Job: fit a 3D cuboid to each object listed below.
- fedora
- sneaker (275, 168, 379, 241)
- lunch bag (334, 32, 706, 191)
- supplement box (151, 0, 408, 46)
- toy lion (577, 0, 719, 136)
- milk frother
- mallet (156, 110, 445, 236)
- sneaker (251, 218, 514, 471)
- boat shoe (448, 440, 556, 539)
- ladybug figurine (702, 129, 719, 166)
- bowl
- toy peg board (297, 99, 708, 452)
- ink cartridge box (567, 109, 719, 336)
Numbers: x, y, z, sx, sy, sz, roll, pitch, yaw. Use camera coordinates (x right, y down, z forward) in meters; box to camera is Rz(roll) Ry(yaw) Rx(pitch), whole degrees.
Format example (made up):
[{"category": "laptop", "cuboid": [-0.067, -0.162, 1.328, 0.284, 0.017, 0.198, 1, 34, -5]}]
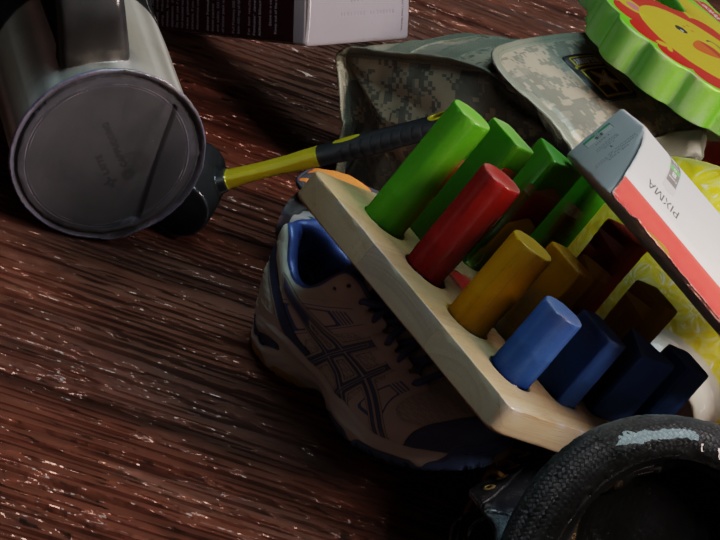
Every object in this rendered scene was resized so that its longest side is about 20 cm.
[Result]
[{"category": "fedora", "cuboid": [0.138, 0.169, 1.489, 0.200, 0.201, 0.092, 19, -1, -15]}, {"category": "sneaker", "cuboid": [0.000, 0.000, 1.769, 0.112, 0.078, 0.200, 19, 16, -6]}, {"category": "lunch bag", "cuboid": [0.106, -0.095, 1.900, 0.200, 0.118, 0.164, 9, 13, 37]}, {"category": "supplement box", "cuboid": [-0.077, -0.187, 1.941, 0.200, 0.061, 0.109, 8, 11, 38]}, {"category": "toy lion", "cuboid": [0.208, -0.146, 1.902, 0.191, 0.069, 0.200, 4, 34, -50]}, {"category": "milk frother", "cuboid": [-0.216, -0.124, 1.746, 0.200, 0.181, 0.188, -23, 37, 0]}, {"category": "mallet", "cuboid": [-0.031, -0.072, 1.773, 0.199, 0.041, 0.066, -16, 25, 8]}, {"category": "sneaker", "cuboid": [0.009, 0.039, 1.633, 0.075, 0.088, 0.200, -17, 36, -40]}, {"category": "boat shoe", "cuboid": [0.088, 0.126, 1.610, 0.091, 0.071, 0.200, 14, 29, -23]}, {"category": "ladybug figurine", "cuboid": [0.201, -0.094, 2.057, 0.200, 0.072, 0.136, 17, 3, 44]}, {"category": "bowl", "cuboid": [0.194, 0.040, 1.770, 0.200, 0.200, 0.108, 33, 55, 13]}, {"category": "toy peg board", "cuboid": [0.102, 0.005, 1.613, 0.200, 0.098, 0.199, 19, 25, -51]}, {"category": "ink cartridge box", "cuboid": [0.191, -0.002, 1.570, 0.161, 0.050, 0.200, 49, 2, -12]}]
